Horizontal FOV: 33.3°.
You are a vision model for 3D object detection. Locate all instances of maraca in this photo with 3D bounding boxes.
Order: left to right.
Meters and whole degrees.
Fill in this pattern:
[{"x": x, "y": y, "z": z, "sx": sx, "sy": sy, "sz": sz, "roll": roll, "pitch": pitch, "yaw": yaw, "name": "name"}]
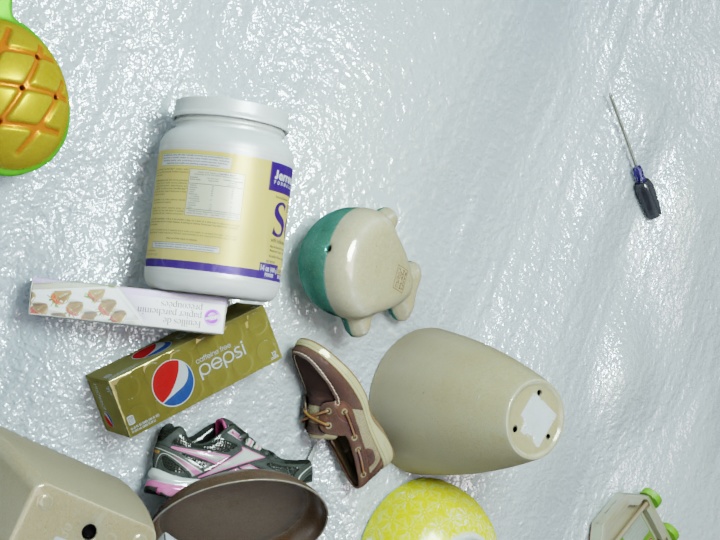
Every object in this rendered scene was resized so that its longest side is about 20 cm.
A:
[{"x": -0.353, "y": -0.188, "z": 1.151, "sx": 0.137, "sy": 0.107, "sz": 0.201, "roll": -35, "pitch": 111, "yaw": -38, "name": "maraca"}]

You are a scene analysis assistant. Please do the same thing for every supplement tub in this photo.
[{"x": -0.147, "y": -0.073, "z": 1.277, "sx": 0.145, "sy": 0.145, "sz": 0.201, "roll": 9, "pitch": 86, "yaw": -35, "name": "supplement tub"}]

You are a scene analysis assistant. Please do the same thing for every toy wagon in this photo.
[{"x": 0.399, "y": 0.419, "z": 1.741, "sx": 0.155, "sy": 0.040, "sz": 0.200, "roll": -42, "pitch": 114, "yaw": -27, "name": "toy wagon"}]

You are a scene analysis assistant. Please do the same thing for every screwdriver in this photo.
[{"x": 0.392, "y": -0.165, "z": 1.732, "sx": 0.201, "sy": 0.028, "sz": 0.029, "roll": 67, "pitch": 28, "yaw": -15, "name": "screwdriver"}]

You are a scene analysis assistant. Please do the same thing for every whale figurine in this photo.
[{"x": 0.000, "y": 0.000, "z": 1.429, "sx": 0.200, "sy": 0.103, "sz": 0.160, "roll": 27, "pitch": 75, "yaw": -58, "name": "whale figurine"}]

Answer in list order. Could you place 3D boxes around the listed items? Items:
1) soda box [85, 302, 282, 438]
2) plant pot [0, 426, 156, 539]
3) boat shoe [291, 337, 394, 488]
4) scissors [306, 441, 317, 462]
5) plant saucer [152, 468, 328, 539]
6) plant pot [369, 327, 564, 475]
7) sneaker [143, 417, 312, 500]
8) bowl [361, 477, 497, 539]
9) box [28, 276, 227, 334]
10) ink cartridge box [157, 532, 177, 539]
[{"x": -0.188, "y": 0.103, "z": 1.302, "sx": 0.200, "sy": 0.064, "sz": 0.068, "roll": -27, "pitch": 106, "yaw": -32, "name": "soda box"}, {"x": -0.311, "y": 0.273, "z": 1.149, "sx": 0.199, "sy": 0.177, "sz": 0.201, "roll": 32, "pitch": 74, "yaw": -31, "name": "plant pot"}, {"x": -0.032, "y": 0.171, "z": 1.412, "sx": 0.072, "sy": 0.072, "sz": 0.200, "roll": -43, "pitch": 120, "yaw": -28, "name": "boat shoe"}, {"x": -0.094, "y": 0.294, "z": 1.402, "sx": 0.073, "sy": 0.014, "sz": 0.201, "roll": 15, "pitch": 83, "yaw": -34, "name": "scissors"}, {"x": -0.134, "y": 0.268, "z": 1.295, "sx": 0.200, "sy": 0.200, "sz": 0.032, "roll": 18, "pitch": 41, "yaw": -34, "name": "plant saucer"}, {"x": 0.144, "y": 0.167, "z": 1.456, "sx": 0.187, "sy": 0.200, "sz": 0.188, "roll": 0, "pitch": 91, "yaw": -36, "name": "plant pot"}, {"x": -0.137, "y": 0.207, "z": 1.331, "sx": 0.199, "sy": 0.080, "sz": 0.087, "roll": 7, "pitch": 85, "yaw": -36, "name": "sneaker"}, {"x": 0.107, "y": 0.364, "z": 1.490, "sx": 0.200, "sy": 0.108, "sz": 0.201, "roll": -1, "pitch": 91, "yaw": -36, "name": "bowl"}, {"x": -0.239, "y": 0.037, "z": 1.240, "sx": 0.199, "sy": 0.041, "sz": 0.039, "roll": 7, "pitch": 85, "yaw": -15, "name": "box"}, {"x": -0.195, "y": 0.406, "z": 1.282, "sx": 0.199, "sy": 0.041, "sz": 0.200, "roll": 40, "pitch": 96, "yaw": -21, "name": "ink cartridge box"}]
